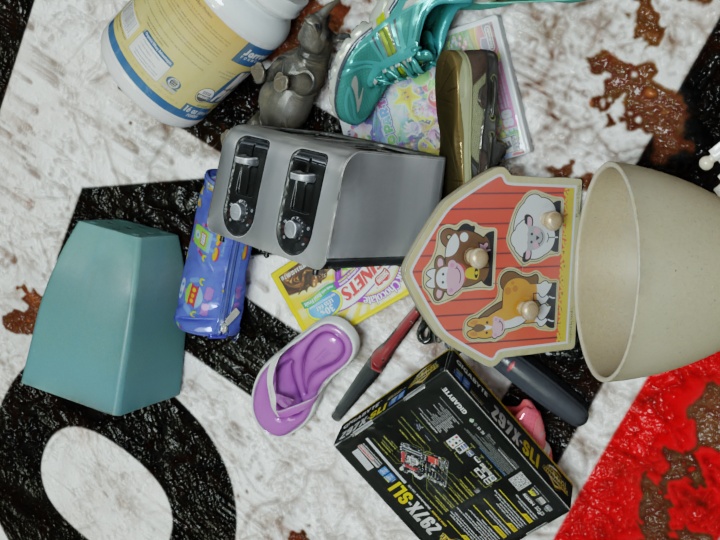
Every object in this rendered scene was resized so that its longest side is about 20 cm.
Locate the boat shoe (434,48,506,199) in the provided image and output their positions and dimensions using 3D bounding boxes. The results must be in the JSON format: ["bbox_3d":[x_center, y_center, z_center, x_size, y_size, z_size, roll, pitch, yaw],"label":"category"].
[{"bbox_3d":[0.115,-0.121,1.014,0.064,0.073,0.202,-11,117,-14],"label":"boat shoe"}]

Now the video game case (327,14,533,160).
[{"bbox_3d":[0.071,-0.170,1.071,0.198,0.018,0.145,-13,96,25],"label":"video game case"}]

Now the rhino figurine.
[{"bbox_3d":[-0.072,-0.205,1.079,0.060,0.087,0.201,45,122,20],"label":"rhino figurine"}]

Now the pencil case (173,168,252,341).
[{"bbox_3d":[-0.160,-0.015,1.168,0.087,0.077,0.202,33,115,46],"label":"pencil case"}]

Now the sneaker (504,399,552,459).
[{"bbox_3d":[0.105,0.170,1.090,0.198,0.074,0.088,-3,114,16],"label":"sneaker"}]

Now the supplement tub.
[{"bbox_3d":[-0.166,-0.267,1.084,0.199,0.144,0.145,-37,85,25],"label":"supplement tub"}]

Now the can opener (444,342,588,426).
[{"bbox_3d":[0.160,0.092,1.061,0.200,0.063,0.079,44,113,10],"label":"can opener"}]

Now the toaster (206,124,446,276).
[{"bbox_3d":[-0.024,-0.071,1.013,0.180,0.199,0.120,20,105,41],"label":"toaster"}]

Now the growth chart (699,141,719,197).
[{"bbox_3d":[0.416,-0.065,0.943,0.144,0.018,0.201,-31,87,25],"label":"growth chart"}]

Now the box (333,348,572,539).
[{"bbox_3d":[0.096,0.201,1.038,0.159,0.049,0.200,-38,100,28],"label":"box"}]

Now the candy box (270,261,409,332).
[{"bbox_3d":[0.000,0.000,1.132,0.199,0.026,0.103,-31,91,26],"label":"candy box"}]

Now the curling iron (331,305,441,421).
[{"bbox_3d":[0.029,0.107,1.141,0.050,0.026,0.200,49,115,11],"label":"curling iron"}]

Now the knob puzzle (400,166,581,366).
[{"bbox_3d":[0.135,-0.001,0.995,0.030,0.217,0.223,-157,65,-66],"label":"knob puzzle"}]

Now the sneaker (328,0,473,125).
[{"bbox_3d":[0.037,-0.222,1.011,0.080,0.077,0.201,51,121,23],"label":"sneaker"}]

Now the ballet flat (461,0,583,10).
[{"bbox_3d":[0.151,-0.291,0.983,0.198,0.070,0.068,3,104,23],"label":"ballet flat"}]

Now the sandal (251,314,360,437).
[{"bbox_3d":[-0.076,0.126,1.160,0.082,0.050,0.203,38,123,4],"label":"sandal"}]

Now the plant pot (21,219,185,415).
[{"bbox_3d":[-0.294,0.046,1.212,0.140,0.141,0.202,14,98,20],"label":"plant pot"}]

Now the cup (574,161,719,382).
[{"bbox_3d":[0.292,0.003,0.934,0.141,0.200,0.203,2,103,-4],"label":"cup"}]
